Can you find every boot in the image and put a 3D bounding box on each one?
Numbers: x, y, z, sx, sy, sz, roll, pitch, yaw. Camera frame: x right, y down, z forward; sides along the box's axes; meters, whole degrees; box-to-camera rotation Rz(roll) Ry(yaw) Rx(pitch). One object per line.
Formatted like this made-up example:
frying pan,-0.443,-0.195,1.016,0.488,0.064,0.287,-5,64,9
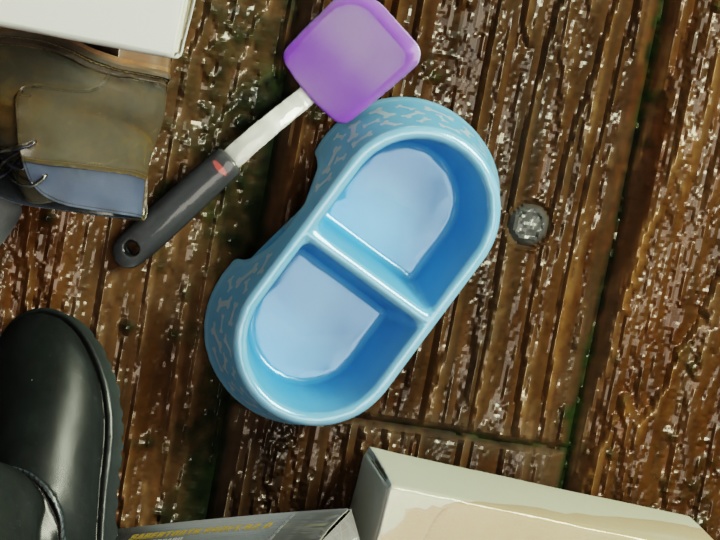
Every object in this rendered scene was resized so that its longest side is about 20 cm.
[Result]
boot,-0.190,0.105,1.215,0.073,0.162,0.198,-12,75,25
boot,-0.174,-0.075,1.213,0.200,0.075,0.097,0,92,-44

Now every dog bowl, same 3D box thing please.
dog bowl,0.000,0.000,1.315,0.111,0.050,0.200,36,93,-15

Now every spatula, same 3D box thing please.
spatula,-0.058,-0.071,1.303,0.200,0.021,0.057,-41,89,1

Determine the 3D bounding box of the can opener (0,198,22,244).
can opener,-0.271,0.004,1.263,0.200,0.053,0.066,-32,105,-3

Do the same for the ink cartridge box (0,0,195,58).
ink cartridge box,-0.158,-0.164,1.177,0.144,0.200,0.084,10,98,-12

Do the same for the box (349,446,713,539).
box,0.091,0.170,1.348,0.200,0.078,0.095,12,99,-12

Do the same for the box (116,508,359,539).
box,-0.058,0.233,1.308,0.158,0.048,0.200,-9,105,26
